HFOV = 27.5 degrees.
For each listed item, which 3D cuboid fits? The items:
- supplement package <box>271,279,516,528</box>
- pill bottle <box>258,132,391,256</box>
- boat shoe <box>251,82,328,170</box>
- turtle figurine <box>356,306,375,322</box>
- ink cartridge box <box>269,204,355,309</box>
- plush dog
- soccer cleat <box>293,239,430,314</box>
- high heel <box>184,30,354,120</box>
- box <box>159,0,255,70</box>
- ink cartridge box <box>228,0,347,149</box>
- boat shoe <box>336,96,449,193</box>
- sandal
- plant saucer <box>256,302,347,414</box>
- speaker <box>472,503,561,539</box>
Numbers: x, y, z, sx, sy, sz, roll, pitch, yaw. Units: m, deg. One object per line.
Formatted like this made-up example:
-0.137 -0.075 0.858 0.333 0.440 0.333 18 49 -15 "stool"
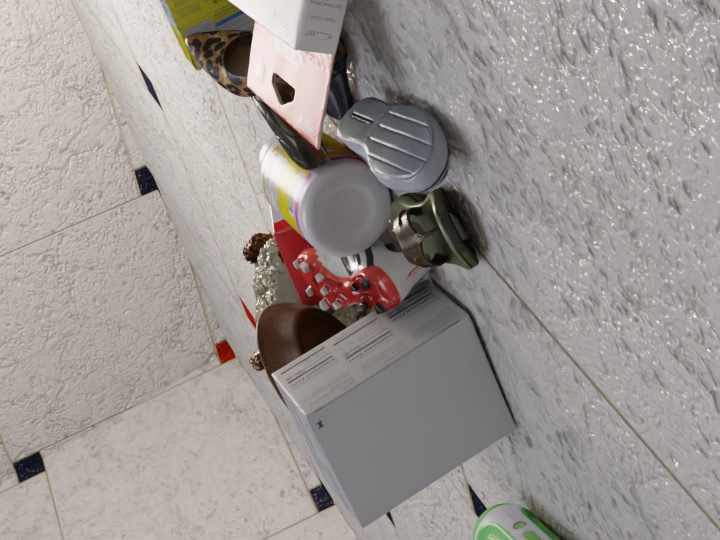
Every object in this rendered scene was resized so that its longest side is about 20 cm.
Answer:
0.036 0.138 1.548 0.157 0.199 0.111 65 169 -28 "supplement package"
-0.048 -0.093 1.606 0.105 0.103 0.200 66 169 -27 "pill bottle"
-0.071 -0.181 1.560 0.076 0.073 0.201 57 180 -39 "boat shoe"
0.025 0.049 1.678 0.161 0.064 0.202 -124 8 -81 "turtle figurine"
-0.061 -0.043 1.747 0.201 0.066 0.117 -102 -8 -54 "ink cartridge box"
-0.086 0.036 1.934 0.199 0.160 0.173 36 -158 -22 "plush dog"
0.000 0.000 1.595 0.199 0.085 0.069 8 129 59 "soccer cleat"
-0.098 -0.226 1.452 0.198 0.072 0.143 22 161 16 "high heel"
-0.164 -0.323 1.521 0.048 0.116 0.202 49 163 56 "box"
-0.073 -0.225 1.320 0.200 0.044 0.178 44 126 57 "ink cartridge box"
0.040 -0.107 1.303 0.062 0.072 0.200 38 -176 -26 "boat shoe"
0.060 -0.030 1.386 0.080 0.057 0.201 62 169 -7 "sandal"
-0.035 0.113 1.667 0.200 0.037 0.201 40 -153 -25 "plant saucer"
0.193 0.325 1.612 0.089 0.088 0.200 64 169 -20 "speaker"
